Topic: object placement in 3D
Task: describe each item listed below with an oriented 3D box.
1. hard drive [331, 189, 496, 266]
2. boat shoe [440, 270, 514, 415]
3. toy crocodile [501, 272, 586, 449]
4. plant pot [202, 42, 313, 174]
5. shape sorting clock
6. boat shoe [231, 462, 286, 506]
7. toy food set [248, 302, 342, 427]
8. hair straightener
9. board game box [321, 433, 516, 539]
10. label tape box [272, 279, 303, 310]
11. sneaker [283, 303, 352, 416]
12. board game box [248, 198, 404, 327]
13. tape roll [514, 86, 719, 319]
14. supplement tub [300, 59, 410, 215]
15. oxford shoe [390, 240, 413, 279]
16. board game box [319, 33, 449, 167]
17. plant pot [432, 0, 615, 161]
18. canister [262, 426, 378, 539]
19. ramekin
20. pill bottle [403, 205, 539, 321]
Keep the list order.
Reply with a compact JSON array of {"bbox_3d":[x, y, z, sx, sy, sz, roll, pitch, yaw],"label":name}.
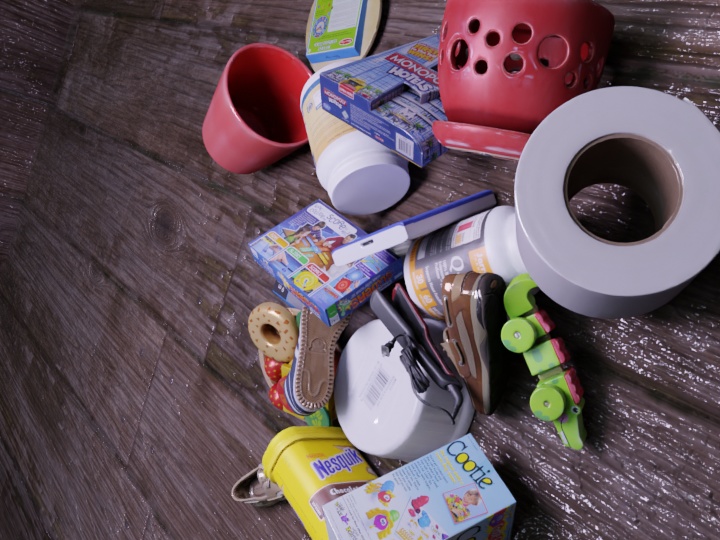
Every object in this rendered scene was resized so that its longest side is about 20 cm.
[{"bbox_3d":[0.073,-0.057,0.989,0.131,0.199,0.026,-20,91,44],"label":"hard drive"},{"bbox_3d":[0.137,0.083,0.908,0.073,0.076,0.202,13,128,31],"label":"boat shoe"},{"bbox_3d":[0.210,0.102,0.850,0.061,0.067,0.202,-25,84,26],"label":"toy crocodile"},{"bbox_3d":[-0.190,-0.275,1.364,0.177,0.198,0.203,-30,58,51],"label":"plant pot"},{"bbox_3d":[-0.030,-0.434,1.322,0.199,0.039,0.203,-14,71,45],"label":"shape sorting clock"},{"bbox_3d":[-0.136,0.338,1.224,0.199,0.064,0.073,-34,56,39],"label":"boat shoe"},{"bbox_3d":[-0.095,0.151,1.183,0.196,0.048,0.203,14,114,36],"label":"toy food set"},{"bbox_3d":[0.059,0.104,0.925,0.201,0.076,0.041,61,149,30],"label":"hair straightener"},{"bbox_3d":[0.068,0.297,0.884,0.104,0.198,0.105,84,159,-45],"label":"board game box"},{"bbox_3d":[-0.076,0.032,1.235,0.144,0.063,0.202,30,103,48],"label":"label tape box"},{"bbox_3d":[-0.063,0.110,1.080,0.109,0.069,0.202,119,164,-64],"label":"sneaker"},{"bbox_3d":[-0.051,-0.017,1.070,0.200,0.135,0.035,38,153,41],"label":"board game box"},{"bbox_3d":[0.255,-0.061,0.756,0.200,0.139,0.206,-3,77,11],"label":"tape roll"},{"bbox_3d":[-0.007,-0.202,1.155,0.144,0.144,0.202,-38,53,36],"label":"supplement tub"},{"bbox_3d":[0.000,0.000,1.127,0.198,0.075,0.058,-25,50,19],"label":"oxford shoe"},{"bbox_3d":[0.081,-0.252,1.055,0.199,0.199,0.062,35,146,31],"label":"board game box"},{"bbox_3d":[0.187,-0.226,0.907,0.199,0.199,0.185,21,106,49],"label":"plant pot"},{"bbox_3d":[-0.028,0.314,1.046,0.200,0.147,0.087,44,113,43],"label":"canister"},{"bbox_3d":[0.052,0.160,1.029,0.199,0.097,0.203,-16,68,46],"label":"ramekin"},{"bbox_3d":[0.158,-0.012,0.937,0.199,0.115,0.118,-21,65,44],"label":"pill bottle"}]
